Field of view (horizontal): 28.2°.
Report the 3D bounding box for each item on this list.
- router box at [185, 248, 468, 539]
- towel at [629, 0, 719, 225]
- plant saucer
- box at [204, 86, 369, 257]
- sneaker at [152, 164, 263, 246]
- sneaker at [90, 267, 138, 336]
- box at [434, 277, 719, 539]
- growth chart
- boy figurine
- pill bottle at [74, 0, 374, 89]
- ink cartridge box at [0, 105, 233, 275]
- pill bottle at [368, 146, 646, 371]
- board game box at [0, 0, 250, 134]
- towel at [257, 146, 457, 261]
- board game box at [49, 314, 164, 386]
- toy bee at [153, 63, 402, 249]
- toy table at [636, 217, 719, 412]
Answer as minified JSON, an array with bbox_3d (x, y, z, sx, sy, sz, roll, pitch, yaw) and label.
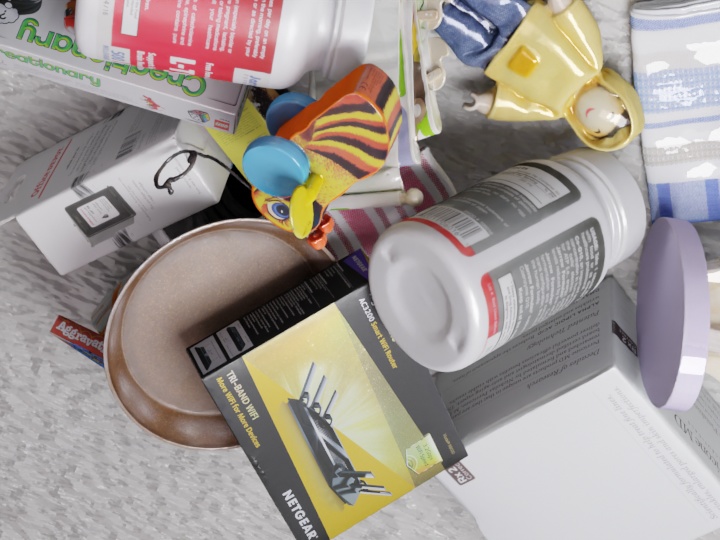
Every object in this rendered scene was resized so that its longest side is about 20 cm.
[{"bbox_3d":[-0.022,0.105,1.126,0.157,0.052,0.200,-31,123,-6],"label":"router box"},{"bbox_3d":[0.288,-0.124,1.107,0.146,0.024,0.201,-4,124,13],"label":"towel"},{"bbox_3d":[-0.103,0.046,1.112,0.199,0.035,0.201,-9,118,-17],"label":"plant saucer"},{"bbox_3d":[-0.050,-0.077,1.162,0.050,0.075,0.200,-26,118,24],"label":"box"},{"bbox_3d":[-0.081,-0.008,1.215,0.099,0.071,0.200,-35,109,33],"label":"sneaker"},{"bbox_3d":[-0.160,0.056,1.227,0.200,0.078,0.077,21,154,47],"label":"sneaker"},{"bbox_3d":[0.193,0.150,1.245,0.200,0.131,0.199,-31,115,26],"label":"box"},{"bbox_3d":[0.009,-0.139,1.059,0.144,0.018,0.201,6,92,41],"label":"growth chart"},{"bbox_3d":[0.129,-0.156,1.087,0.200,0.065,0.124,37,119,-12],"label":"boy figurine"},{"bbox_3d":[-0.093,-0.190,1.008,0.199,0.112,0.113,9,126,-5],"label":"pill bottle"},{"bbox_3d":[-0.200,-0.072,1.164,0.199,0.116,0.067,-23,119,23],"label":"ink cartridge box"},{"bbox_3d":[0.113,-0.014,1.066,0.114,0.200,0.114,30,133,38],"label":"pill bottle"},{"bbox_3d":[-0.172,-0.188,1.075,0.199,0.127,0.035,16,155,-2],"label":"board game box"},{"bbox_3d":[0.000,0.000,1.145,0.199,0.030,0.147,-23,118,19],"label":"towel"},{"bbox_3d":[-0.189,0.089,1.239,0.103,0.020,0.200,23,169,13],"label":"board game box"},{"bbox_3d":[-0.036,-0.072,1.024,0.109,0.131,0.200,48,153,-26],"label":"toy bee"},{"bbox_3d":[0.286,0.038,1.110,0.117,0.200,0.184,7,128,-1],"label":"toy table"}]
